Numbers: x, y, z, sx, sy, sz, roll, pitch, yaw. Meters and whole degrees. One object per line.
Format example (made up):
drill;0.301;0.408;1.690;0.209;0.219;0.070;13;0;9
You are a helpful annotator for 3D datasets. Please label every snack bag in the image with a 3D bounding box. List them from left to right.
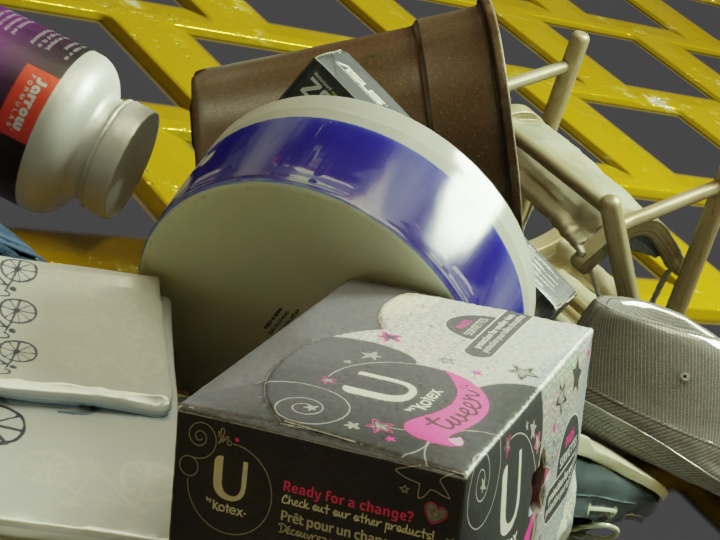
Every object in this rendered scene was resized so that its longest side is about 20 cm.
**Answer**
snack bag;-0.172;0.054;0.895;0.187;0.022;0.201;10;34;-16

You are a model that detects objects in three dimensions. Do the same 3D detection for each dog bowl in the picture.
dog bowl;-0.013;0.015;1.011;0.199;0.201;0.079;27;44;8

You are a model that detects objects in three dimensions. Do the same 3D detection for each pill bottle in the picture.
pill bottle;-0.236;-0.111;1.264;0.198;0.113;0.112;26;22;6

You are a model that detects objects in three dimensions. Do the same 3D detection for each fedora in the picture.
fedora;0.202;0.078;1.239;0.199;0.091;0.177;26;4;-11

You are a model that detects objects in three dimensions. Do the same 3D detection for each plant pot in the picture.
plant pot;-0.004;-0.064;1.243;0.196;0.202;0.201;-6;25;-1

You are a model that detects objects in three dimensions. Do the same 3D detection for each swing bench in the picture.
swing bench;0.159;-0.030;1.400;0.129;0.202;0.199;-19;41;-25

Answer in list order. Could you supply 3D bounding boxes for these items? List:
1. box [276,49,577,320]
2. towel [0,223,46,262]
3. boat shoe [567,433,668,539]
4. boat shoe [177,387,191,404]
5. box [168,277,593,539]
box;0.000;0.000;1.118;0.200;0.161;0.049;45;26;8
towel;-0.277;-0.045;1.126;0.199;0.049;0.112;37;1;22
boat shoe;0.123;0.127;1.142;0.074;0.062;0.200;23;-2;30
boat shoe;-0.166;0.073;0.988;0.198;0.076;0.072;17;14;-30
box;0.015;0.090;0.849;0.131;0.116;0.200;11;20;19
